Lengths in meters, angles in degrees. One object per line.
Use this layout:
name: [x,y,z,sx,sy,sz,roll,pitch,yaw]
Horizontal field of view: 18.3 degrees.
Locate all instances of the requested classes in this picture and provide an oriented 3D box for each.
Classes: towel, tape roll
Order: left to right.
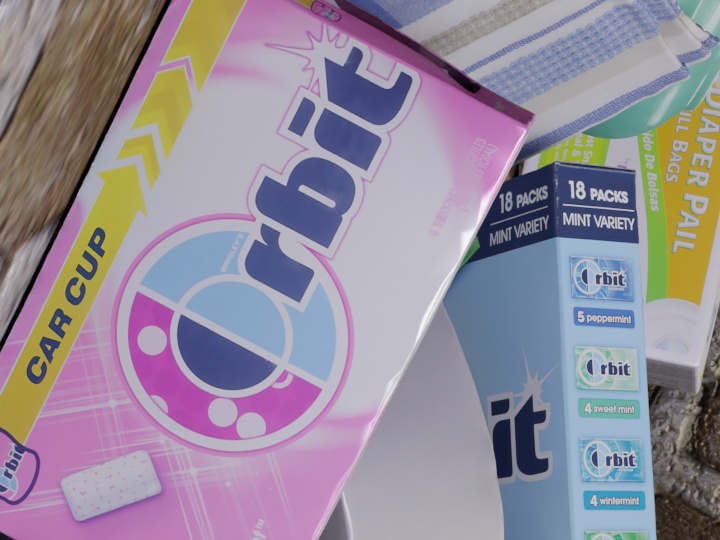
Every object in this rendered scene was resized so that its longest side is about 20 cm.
tape roll: [-0.023,0.072,0.874,0.066,0.201,0.200,-15,153,-26]
towel: [0.039,-0.081,0.808,0.147,0.024,0.200,-27,158,16]

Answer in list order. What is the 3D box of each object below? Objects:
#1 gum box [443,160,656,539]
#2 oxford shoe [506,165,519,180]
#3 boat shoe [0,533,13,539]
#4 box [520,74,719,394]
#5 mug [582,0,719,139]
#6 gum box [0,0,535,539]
gum box: [0.050,0.072,0.908,0.170,0.044,0.201,-19,-109,57]
oxford shoe: [0.030,-0.077,1.073,0.071,0.071,0.200,-67,147,-35]
boat shoe: [-0.060,0.132,0.806,0.093,0.199,0.075,-67,165,-45]
box: [0.143,-0.049,1.162,0.101,0.112,0.201,52,50,-77]
mug: [0.109,-0.124,0.954,0.185,0.114,0.152,-60,178,-44]
gum box: [-0.036,0.005,0.704,0.200,0.113,0.066,-63,178,10]
